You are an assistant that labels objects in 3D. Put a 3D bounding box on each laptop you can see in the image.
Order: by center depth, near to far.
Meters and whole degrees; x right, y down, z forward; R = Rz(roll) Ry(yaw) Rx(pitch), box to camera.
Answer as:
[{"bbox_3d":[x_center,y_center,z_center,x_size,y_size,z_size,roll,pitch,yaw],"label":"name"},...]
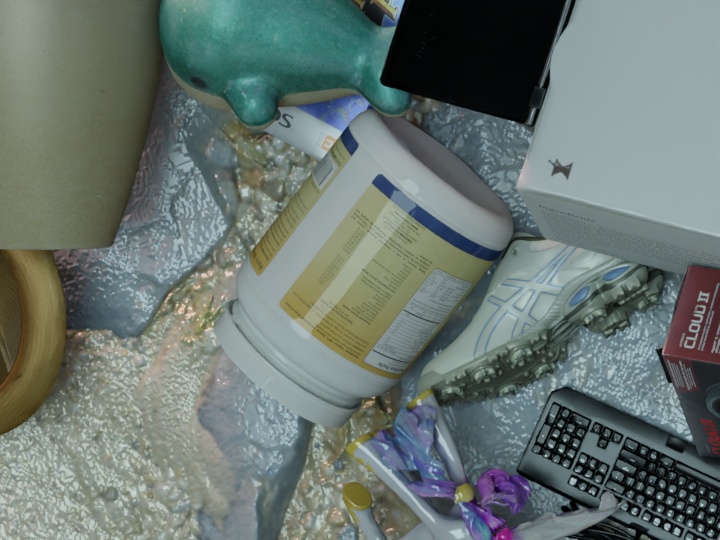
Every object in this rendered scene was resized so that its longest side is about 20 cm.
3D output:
[{"bbox_3d":[0.094,-0.207,1.656,0.115,0.200,0.188,18,98,-2],"label":"laptop"}]

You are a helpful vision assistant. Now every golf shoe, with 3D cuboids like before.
[{"bbox_3d":[0.120,0.025,1.748,0.199,0.078,0.098,-31,66,11],"label":"golf shoe"}]

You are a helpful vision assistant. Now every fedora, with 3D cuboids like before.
[{"bbox_3d":[-0.301,0.030,1.868,0.200,0.082,0.202,1,95,17],"label":"fedora"}]

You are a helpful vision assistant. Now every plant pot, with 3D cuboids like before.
[{"bbox_3d":[-0.228,-0.117,1.761,0.186,0.187,0.201,0,94,18],"label":"plant pot"}]

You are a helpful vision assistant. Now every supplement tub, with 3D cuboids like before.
[{"bbox_3d":[0.000,0.000,1.737,0.144,0.144,0.200,41,104,12],"label":"supplement tub"}]

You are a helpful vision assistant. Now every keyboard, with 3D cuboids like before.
[{"bbox_3d":[0.207,0.169,1.731,0.199,0.040,0.105,24,99,16],"label":"keyboard"}]

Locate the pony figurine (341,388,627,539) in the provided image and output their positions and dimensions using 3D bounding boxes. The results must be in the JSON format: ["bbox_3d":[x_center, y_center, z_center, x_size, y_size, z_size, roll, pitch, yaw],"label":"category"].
[{"bbox_3d":[0.073,0.190,1.719,0.200,0.166,0.193,56,150,7],"label":"pony figurine"}]

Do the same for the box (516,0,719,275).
[{"bbox_3d":[0.234,-0.105,1.637,0.199,0.131,0.200,15,79,17],"label":"box"}]

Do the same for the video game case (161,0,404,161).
[{"bbox_3d":[-0.043,-0.202,1.795,0.181,0.045,0.201,29,100,14],"label":"video game case"}]

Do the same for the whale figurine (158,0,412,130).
[{"bbox_3d":[-0.048,-0.174,1.701,0.199,0.104,0.160,18,62,18],"label":"whale figurine"}]

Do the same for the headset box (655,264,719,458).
[{"bbox_3d":[0.300,0.074,1.624,0.199,0.149,0.078,8,62,23],"label":"headset box"}]
